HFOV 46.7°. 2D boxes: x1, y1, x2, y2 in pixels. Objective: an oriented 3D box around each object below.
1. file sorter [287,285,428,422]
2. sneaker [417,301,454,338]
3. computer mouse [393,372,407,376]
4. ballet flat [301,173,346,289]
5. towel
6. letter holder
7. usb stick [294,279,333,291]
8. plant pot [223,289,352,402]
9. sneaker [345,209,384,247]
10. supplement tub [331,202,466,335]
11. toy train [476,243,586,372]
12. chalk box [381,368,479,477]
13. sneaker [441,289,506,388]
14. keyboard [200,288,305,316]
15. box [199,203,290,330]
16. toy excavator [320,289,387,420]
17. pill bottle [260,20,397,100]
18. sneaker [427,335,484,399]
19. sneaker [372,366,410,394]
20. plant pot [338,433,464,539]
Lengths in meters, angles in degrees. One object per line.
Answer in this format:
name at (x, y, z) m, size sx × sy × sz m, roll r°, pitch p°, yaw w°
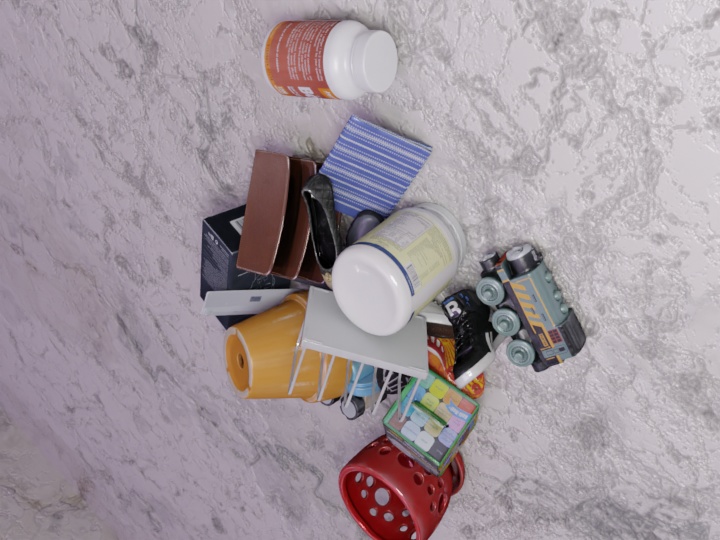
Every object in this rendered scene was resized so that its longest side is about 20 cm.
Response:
file sorter at (-0.005, 0.137, 1.314) m, size 0.195 × 0.140 × 0.127 m, roll 15°, pitch 123°, yaw -7°
sneaker at (0.102, 0.058, 1.407) m, size 0.195 × 0.086 × 0.073 m, roll 11°, pitch 156°, yaw 12°
computer mouse at (0.039, 0.099, 1.388) m, size 0.058 × 0.034 × 0.202 m, roll -25°, pitch 117°, yaw 17°
ballet flat at (-0.063, -0.057, 1.343) m, size 0.065 × 0.057 × 0.204 m, roll 9°, pitch 123°, yaw 35°
towel at (0.010, -0.154, 1.322) m, size 0.142 × 0.024 × 0.201 m, roll 19°, pitch 140°, yaw -16°
letter holder at (-0.114, -0.088, 1.412) m, size 0.140 × 0.100 × 0.205 m, roll 13°, pitch 95°, yaw 35°
usb stick at (-0.067, 0.008, 1.505) m, size 0.195 × 0.033 × 0.056 m, roll 15°, pitch 130°, yaw 8°
plant pot at (-0.140, 0.147, 1.491) m, size 0.199 × 0.180 × 0.206 m, roll 21°, pitch 116°, yaw 54°
sneaker at (0.000, 0.000, 1.399) m, size 0.073 × 0.088 × 0.203 m, roll 13°, pitch 127°, yaw 0°
supplement tub at (0.064, -0.008, 1.288) m, size 0.143 × 0.199 × 0.148 m, roll 22°, pitch 129°, yaw 29°
toy train at (0.255, 0.056, 1.254) m, size 0.112 × 0.085 × 0.203 m, roll -22°, pitch 100°, yaw 36°
chalk box at (0.119, 0.251, 1.409) m, size 0.123 × 0.125 × 0.201 m, roll 34°, pitch 165°, yaw 16°
sneaker at (0.156, 0.096, 1.279) m, size 0.073 × 0.200 × 0.112 m, roll -40°, pitch 89°, yaw 28°
keyboard at (-0.197, 0.057, 1.545) m, size 0.011 × 0.196 × 0.057 m, roll 54°, pitch 135°, yaw 43°
box at (-0.214, -0.014, 1.575) m, size 0.107 × 0.146 × 0.203 m, roll 44°, pitch 140°, yaw 31°
toy excavator at (-0.036, 0.151, 1.595) m, size 0.192 × 0.099 × 0.205 m, roll 22°, pitch 119°, yaw 35°
pill bottle at (-0.046, -0.314, 1.246) m, size 0.197 × 0.112 × 0.115 m, roll 13°, pitch 126°, yaw 37°
sneaker at (0.137, 0.149, 1.446) m, size 0.200 × 0.073 × 0.078 m, roll 43°, pitch 154°, yaw 23°
sneaker at (0.044, 0.145, 1.523) m, size 0.072 × 0.082 × 0.202 m, roll -21°, pitch 124°, yaw 11°
plant pot at (0.083, 0.394, 1.568) m, size 0.198 × 0.182 × 0.204 m, roll 24°, pitch 133°, yaw 29°
